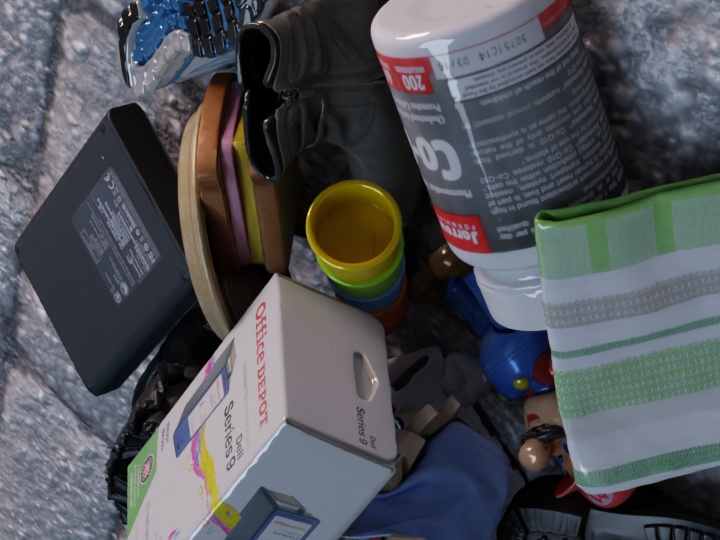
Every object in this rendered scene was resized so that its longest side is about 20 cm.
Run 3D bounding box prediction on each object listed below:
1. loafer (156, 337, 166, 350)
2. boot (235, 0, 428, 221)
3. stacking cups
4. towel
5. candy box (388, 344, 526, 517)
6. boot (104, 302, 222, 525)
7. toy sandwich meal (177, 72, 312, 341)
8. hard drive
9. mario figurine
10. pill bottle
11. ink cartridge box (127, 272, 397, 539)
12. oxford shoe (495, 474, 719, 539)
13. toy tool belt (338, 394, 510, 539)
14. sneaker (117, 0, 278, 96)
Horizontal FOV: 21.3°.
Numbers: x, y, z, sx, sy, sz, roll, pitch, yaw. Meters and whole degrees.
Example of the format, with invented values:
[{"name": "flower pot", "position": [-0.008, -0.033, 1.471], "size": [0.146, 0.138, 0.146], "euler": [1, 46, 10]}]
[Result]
[{"name": "loafer", "position": [-0.146, -0.013, 1.470], "size": [0.070, 0.070, 0.200], "euler": [7, 134, 34]}, {"name": "boot", "position": [-0.024, -0.092, 1.205], "size": [0.068, 0.131, 0.200], "euler": [20, 136, 35]}, {"name": "stacking cups", "position": [0.000, 0.000, 1.265], "size": [0.061, 0.061, 0.200], "euler": [40, 169, 13]}, {"name": "towel", "position": [0.184, 0.039, 1.109], "size": [0.031, 0.149, 0.200], "euler": [-104, 0, -56]}, {"name": "candy box", "position": [0.040, 0.168, 1.427], "size": [0.168, 0.072, 0.200], "euler": [-20, 106, 53]}, {"name": "boot", "position": [-0.146, 0.124, 1.431], "size": [0.073, 0.163, 0.198], "euler": [22, 132, -3]}, {"name": "toy sandwich meal", "position": [-0.065, -0.040, 1.291], "size": [0.070, 0.205, 0.205], "euler": [-8, 122, 13]}, {"name": "hard drive", "position": [-0.181, -0.011, 1.399], "size": [0.140, 0.033, 0.200], "euler": [60, 140, 13]}, {"name": "mario figurine", "position": [0.102, 0.073, 1.235], "size": [0.106, 0.123, 0.200], "euler": [-41, 81, 12]}, {"name": "pill bottle", "position": [0.090, -0.072, 1.115], "size": [0.114, 0.114, 0.200], "euler": [5, 125, 45]}, {"name": "ink cartridge box", "position": [-0.067, 0.125, 1.219], "size": [0.087, 0.145, 0.200], "euler": [26, 122, -24]}, {"name": "oxford shoe", "position": [0.198, 0.171, 1.268], "size": [0.200, 0.084, 0.073], "euler": [15, 120, 14]}, {"name": "toy tool belt", "position": [0.046, 0.147, 1.229], "size": [0.125, 0.200, 0.123], "euler": [31, 137, -1]}, {"name": "sneaker", "position": [-0.087, -0.169, 1.238], "size": [0.200, 0.087, 0.075], "euler": [-14, 88, 62]}]
